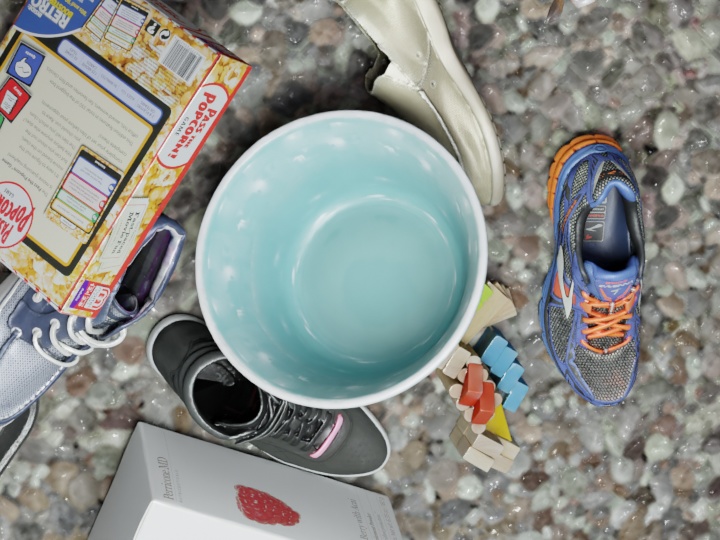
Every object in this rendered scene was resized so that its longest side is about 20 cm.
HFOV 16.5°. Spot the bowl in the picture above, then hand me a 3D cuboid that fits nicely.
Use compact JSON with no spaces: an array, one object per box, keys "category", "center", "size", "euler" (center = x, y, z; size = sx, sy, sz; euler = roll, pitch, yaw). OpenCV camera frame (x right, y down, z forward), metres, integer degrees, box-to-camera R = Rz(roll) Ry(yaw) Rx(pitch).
[{"category":"bowl","center":[0.000,0.000,1.686],"size":[0.201,0.105,0.201],"euler":[-3,79,16]}]

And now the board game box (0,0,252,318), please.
[{"category":"board game box","center":[-0.186,-0.093,1.633],"size":[0.151,0.046,0.200],"euler":[38,100,24]}]

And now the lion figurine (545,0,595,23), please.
[{"category":"lion figurine","center":[0.192,-0.262,1.694],"size":[0.200,0.072,0.123],"euler":[-28,104,2]}]

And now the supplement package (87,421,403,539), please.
[{"category":"supplement package","center":[-0.082,0.209,1.756],"size":[0.200,0.121,0.120],"euler":[18,110,-18]}]

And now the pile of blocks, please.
[{"category":"pile of blocks","center":[0.085,0.061,1.779],"size":[0.082,0.062,0.200],"euler":[-24,111,-3]}]

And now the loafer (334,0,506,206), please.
[{"category":"loafer","center":[0.040,-0.129,1.706],"size":[0.068,0.076,0.200],"euler":[-25,102,-1]}]

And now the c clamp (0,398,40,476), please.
[{"category":"c clamp","center":[-0.306,0.105,1.703],"size":[0.171,0.027,0.200],"euler":[32,86,-42]}]

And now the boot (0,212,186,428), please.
[{"category":"boot","center":[-0.199,0.033,1.677],"size":[0.073,0.090,0.200],"euler":[27,94,-43]}]

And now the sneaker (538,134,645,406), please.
[{"category":"sneaker","center":[0.169,0.007,1.771],"size":[0.075,0.078,0.200],"euler":[-9,109,-8]}]

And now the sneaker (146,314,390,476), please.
[{"category":"sneaker","center":[-0.058,0.105,1.744],"size":[0.200,0.099,0.071],"euler":[31,98,-20]}]
